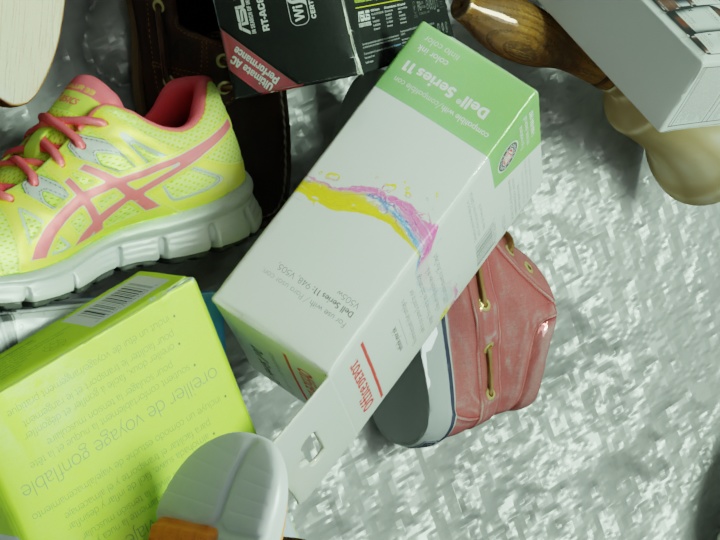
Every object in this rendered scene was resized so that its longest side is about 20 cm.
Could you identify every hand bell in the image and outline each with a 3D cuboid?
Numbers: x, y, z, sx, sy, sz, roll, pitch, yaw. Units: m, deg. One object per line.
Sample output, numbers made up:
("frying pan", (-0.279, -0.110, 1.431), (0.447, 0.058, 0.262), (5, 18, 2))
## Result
("hand bell", (0.128, -0.110, 1.114), (0.200, 0.104, 0.104), (17, 78, -37))

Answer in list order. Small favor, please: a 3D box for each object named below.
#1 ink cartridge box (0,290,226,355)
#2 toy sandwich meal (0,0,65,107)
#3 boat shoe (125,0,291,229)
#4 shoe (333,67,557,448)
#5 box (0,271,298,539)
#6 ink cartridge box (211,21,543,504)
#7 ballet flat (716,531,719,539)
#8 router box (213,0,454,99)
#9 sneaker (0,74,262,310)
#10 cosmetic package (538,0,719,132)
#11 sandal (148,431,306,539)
("ink cartridge box", (-0.160, 0.089, 0.910), (0.200, 0.084, 0.145), (-5, 94, -37))
("toy sandwich meal", (-0.221, -0.122, 0.880), (0.205, 0.070, 0.206), (1, 88, -37))
("boat shoe", (-0.073, -0.113, 0.992), (0.070, 0.070, 0.200), (-25, 104, -34))
("shoe", (0.045, -0.012, 1.079), (0.091, 0.071, 0.200), (-14, 103, -38))
("box", (-0.091, 0.116, 0.879), (0.122, 0.048, 0.200), (-32, 111, -31))
("ink cartridge box", (0.000, 0.000, 0.939), (0.067, 0.117, 0.200), (33, 78, 15))
("ballet flat", (0.239, 0.185, 1.217), (0.071, 0.071, 0.200), (7, 81, -36))
("router box", (-0.019, -0.167, 0.973), (0.200, 0.062, 0.150), (-33, 112, -72))
("sneaker", (-0.135, -0.040, 0.919), (0.200, 0.078, 0.090), (-20, 111, -42))
("cosmetic package", (0.135, -0.158, 1.081), (0.082, 0.051, 0.200), (-8, 49, -42))
("sandal", (-0.053, 0.166, 0.839), (0.059, 0.079, 0.207), (7, 98, -36))
